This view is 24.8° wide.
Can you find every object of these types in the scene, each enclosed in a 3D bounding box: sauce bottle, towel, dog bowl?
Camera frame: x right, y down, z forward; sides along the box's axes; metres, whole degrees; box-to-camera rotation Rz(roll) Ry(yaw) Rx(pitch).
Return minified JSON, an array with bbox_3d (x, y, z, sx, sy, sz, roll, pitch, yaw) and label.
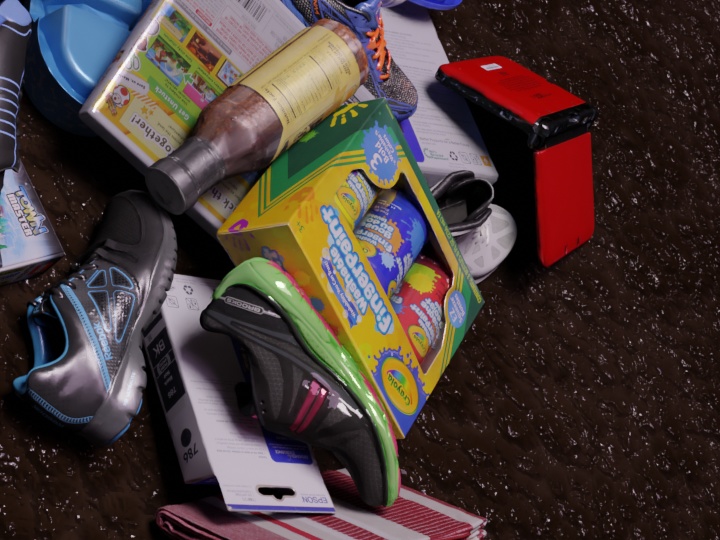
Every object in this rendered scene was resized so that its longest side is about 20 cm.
[{"bbox_3d":[-0.076,-0.112,1.201,0.200,0.066,0.066,-41,96,-30],"label":"sauce bottle"},{"bbox_3d":[-0.024,0.178,1.139,0.200,0.144,0.023,-5,107,-48],"label":"towel"},{"bbox_3d":[-0.207,-0.189,1.253,0.111,0.050,0.201,21,51,-34],"label":"dog bowl"}]

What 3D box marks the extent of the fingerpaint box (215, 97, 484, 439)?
[{"bbox_3d":[0.000,0.000,1.233,0.167,0.073,0.201,-54,127,-43],"label":"fingerpaint box"}]

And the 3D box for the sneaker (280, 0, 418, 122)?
[{"bbox_3d":[-0.008,-0.196,1.336,0.200,0.078,0.076,47,34,-35],"label":"sneaker"}]

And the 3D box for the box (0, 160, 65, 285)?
[{"bbox_3d":[-0.291,-0.081,1.112,0.110,0.035,0.201,-18,78,-48],"label":"box"}]

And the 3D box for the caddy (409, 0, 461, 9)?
[{"bbox_3d":[0.021,-0.321,1.515,0.200,0.105,0.141,34,30,-3],"label":"caddy"}]

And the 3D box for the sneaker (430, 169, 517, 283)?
[{"bbox_3d":[0.094,-0.036,1.393,0.200,0.115,0.076,-14,75,-48],"label":"sneaker"}]

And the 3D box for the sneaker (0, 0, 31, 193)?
[{"bbox_3d":[-0.256,-0.096,1.083,0.078,0.070,0.200,42,48,-23],"label":"sneaker"}]

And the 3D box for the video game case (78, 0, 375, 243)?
[{"bbox_3d":[-0.094,-0.123,1.241,0.200,0.023,0.182,43,62,-29],"label":"video game case"}]

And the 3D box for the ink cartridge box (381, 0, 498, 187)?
[{"bbox_3d":[0.014,-0.163,1.451,0.198,0.043,0.201,2,59,-44],"label":"ink cartridge box"}]

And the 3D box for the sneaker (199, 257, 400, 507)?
[{"bbox_3d":[-0.040,0.085,1.139,0.200,0.084,0.077,55,1,-10],"label":"sneaker"}]

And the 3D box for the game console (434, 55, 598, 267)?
[{"bbox_3d":[0.147,-0.108,1.521,0.172,0.119,0.200,31,18,13],"label":"game console"}]

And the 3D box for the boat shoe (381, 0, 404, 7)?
[{"bbox_3d":[-0.044,-0.288,1.415,0.200,0.072,0.068,41,38,17],"label":"boat shoe"}]

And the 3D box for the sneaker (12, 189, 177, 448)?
[{"bbox_3d":[-0.181,0.018,1.126,0.082,0.073,0.201,28,48,-28],"label":"sneaker"}]

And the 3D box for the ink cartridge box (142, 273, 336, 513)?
[{"bbox_3d":[-0.093,0.094,1.163,0.099,0.039,0.201,11,46,-40],"label":"ink cartridge box"}]
